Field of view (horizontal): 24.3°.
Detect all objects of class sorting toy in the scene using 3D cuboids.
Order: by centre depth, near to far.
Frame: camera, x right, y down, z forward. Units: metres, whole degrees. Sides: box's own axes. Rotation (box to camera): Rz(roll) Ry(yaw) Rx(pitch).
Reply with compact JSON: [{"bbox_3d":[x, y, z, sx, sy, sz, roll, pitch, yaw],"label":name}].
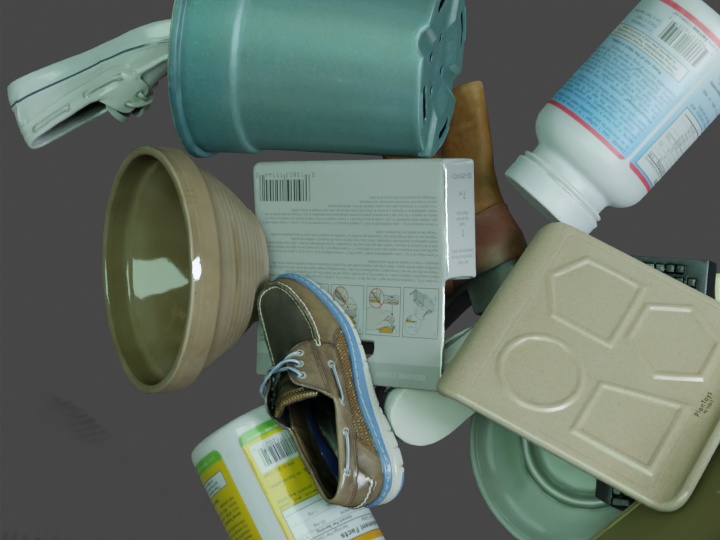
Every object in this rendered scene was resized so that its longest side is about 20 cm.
[{"bbox_3d":[0.182,0.069,1.237,0.200,0.037,0.185,26,57,17],"label":"sorting toy"}]

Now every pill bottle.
[{"bbox_3d":[-0.045,0.210,1.334,0.111,0.111,0.200,-29,78,6],"label":"pill bottle"},{"bbox_3d":[0.212,-0.123,1.335,0.109,0.109,0.200,43,91,13],"label":"pill bottle"}]

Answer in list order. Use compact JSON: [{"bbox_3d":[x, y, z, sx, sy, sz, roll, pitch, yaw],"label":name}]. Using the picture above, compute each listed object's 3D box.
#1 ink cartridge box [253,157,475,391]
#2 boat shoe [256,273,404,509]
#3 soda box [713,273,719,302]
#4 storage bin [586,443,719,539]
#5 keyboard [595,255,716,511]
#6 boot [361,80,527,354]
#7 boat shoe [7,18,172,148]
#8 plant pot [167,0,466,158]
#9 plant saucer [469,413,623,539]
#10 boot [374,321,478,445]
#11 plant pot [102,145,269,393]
[{"bbox_3d":[0.000,0.000,1.330,0.200,0.045,0.177,3,94,40],"label":"ink cartridge box"},{"bbox_3d":[-0.035,0.089,1.287,0.072,0.072,0.200,-44,65,34],"label":"boat shoe"},{"bbox_3d":[0.313,0.103,1.306,0.067,0.064,0.201,-2,81,10],"label":"soda box"},{"bbox_3d":[0.272,0.186,1.152,0.198,0.200,0.094,-38,94,-4],"label":"storage bin"},{"bbox_3d":[0.250,0.091,1.281,0.127,0.021,0.201,4,85,20],"label":"keyboard"},{"bbox_3d":[0.036,-0.043,1.381,0.188,0.068,0.201,-21,73,18],"label":"boot"},{"bbox_3d":[-0.208,-0.161,1.446,0.199,0.074,0.066,-20,83,18],"label":"boat shoe"},{"bbox_3d":[-0.026,-0.177,1.337,0.195,0.200,0.201,8,84,14],"label":"plant pot"},{"bbox_3d":[0.183,0.135,1.334,0.199,0.050,0.201,-2,81,10],"label":"plant saucer"},{"bbox_3d":[0.100,0.063,1.334,0.200,0.090,0.073,-29,104,-4],"label":"boot"},{"bbox_3d":[-0.137,-0.002,1.371,0.092,0.201,0.202,-2,79,-30],"label":"plant pot"}]
